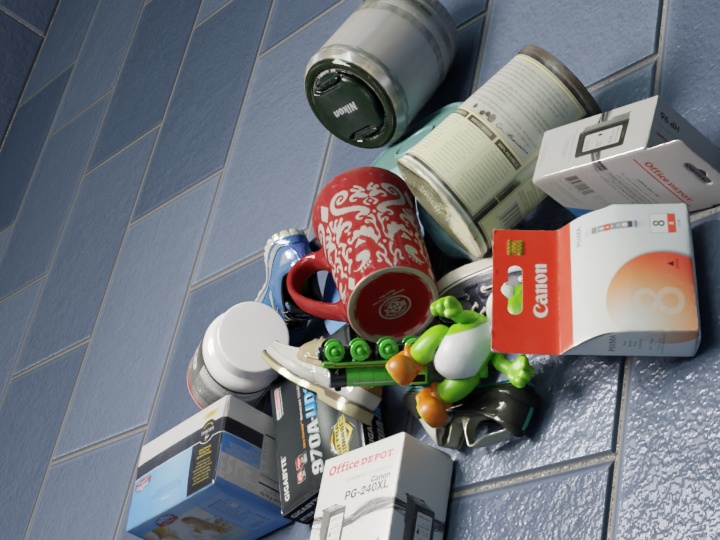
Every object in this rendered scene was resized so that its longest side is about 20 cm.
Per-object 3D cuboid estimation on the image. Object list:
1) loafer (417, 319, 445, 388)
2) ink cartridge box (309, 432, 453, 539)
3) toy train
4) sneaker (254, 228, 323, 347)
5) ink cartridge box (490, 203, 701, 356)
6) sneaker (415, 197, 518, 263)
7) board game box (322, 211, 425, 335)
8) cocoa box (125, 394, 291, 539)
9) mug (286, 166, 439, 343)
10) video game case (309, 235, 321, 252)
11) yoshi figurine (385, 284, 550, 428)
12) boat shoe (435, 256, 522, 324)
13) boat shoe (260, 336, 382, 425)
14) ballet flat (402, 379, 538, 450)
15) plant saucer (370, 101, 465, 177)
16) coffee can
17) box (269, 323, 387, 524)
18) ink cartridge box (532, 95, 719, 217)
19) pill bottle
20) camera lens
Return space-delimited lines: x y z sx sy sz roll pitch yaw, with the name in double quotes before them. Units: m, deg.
"loafer" 0.057 0.066 1.624 0.072 0.062 0.201 -52 40 21
"ink cartridge box" 0.016 0.293 1.485 0.145 0.083 0.202 -26 43 44
"toy train" 0.049 0.102 1.523 0.042 0.197 0.057 -147 54 -84
"sneaker" -0.096 0.046 1.831 0.089 0.078 0.202 -120 26 -45
"ink cartridge box" 0.229 0.006 1.344 0.050 0.197 0.164 86 -172 -51
"sneaker" 0.133 -0.042 1.654 0.073 0.083 0.200 -21 43 -16
"board game box" 0.029 0.011 1.780 0.200 0.039 0.159 -47 37 25
"cocoa box" -0.190 0.276 1.767 0.199 0.133 0.132 -32 39 38
"mug" 0.011 0.002 1.611 0.178 0.132 0.201 -57 27 24
"video game case" 0.028 -0.097 1.805 0.200 0.019 0.143 -45 15 -20
"yoshi figurine" 0.128 0.075 1.408 0.199 0.112 0.113 -37 50 11
"boat shoe" 0.151 0.040 1.524 0.199 0.074 0.094 -31 45 41
"boat shoe" -0.041 0.118 1.637 0.199 0.075 0.069 25 86 44
"ballet flat" 0.110 0.159 1.488 0.199 0.067 0.069 -12 65 53
"plant saucer" 0.077 -0.162 1.795 0.199 0.028 0.200 -36 14 10
"coffee can" 0.161 -0.134 1.541 0.200 0.147 0.146 -41 29 -6
"box" -0.040 0.188 1.687 0.159 0.046 0.202 -39 42 31
"ink cartridge box" 0.291 -0.111 1.406 0.199 0.116 0.068 -13 52 51
"pill bottle" -0.163 0.119 1.828 0.200 0.113 0.115 127 162 -63
"camera lens" 0.029 -0.279 1.878 0.159 0.160 0.200 -18 28 49
